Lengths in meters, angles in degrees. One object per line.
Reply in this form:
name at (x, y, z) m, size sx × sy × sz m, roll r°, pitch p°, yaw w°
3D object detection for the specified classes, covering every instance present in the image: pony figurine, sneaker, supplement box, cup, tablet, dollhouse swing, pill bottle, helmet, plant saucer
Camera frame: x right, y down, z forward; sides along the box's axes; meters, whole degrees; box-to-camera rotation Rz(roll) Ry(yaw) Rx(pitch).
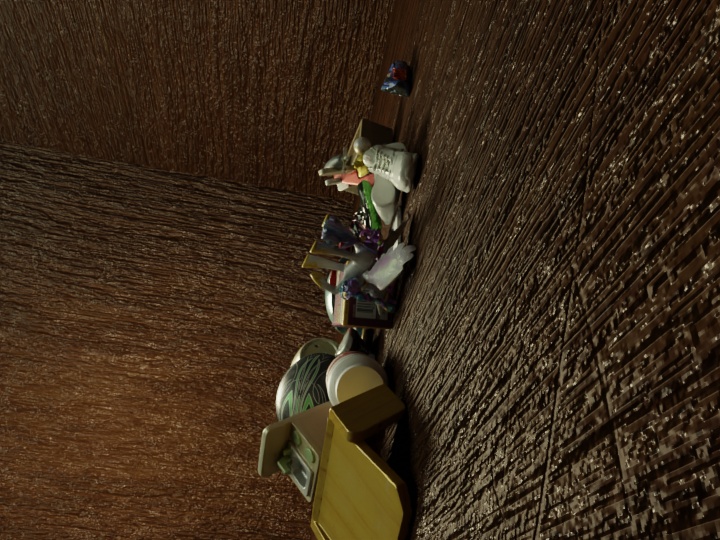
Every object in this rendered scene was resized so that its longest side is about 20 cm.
pony figurine at (0.009, -0.019, 1.030) m, size 0.194 × 0.198 × 0.167 m, roll -60°, pitch 8°, yaw 32°
sneaker at (0.064, -0.195, 1.262) m, size 0.089 × 0.074 × 0.202 m, roll 71°, pitch -152°, yaw -53°
sneaker at (-0.005, 0.185, 1.327) m, size 0.078 × 0.081 × 0.200 m, roll -60°, pitch -8°, yaw -3°
supplement box at (0.003, 0.057, 1.194) m, size 0.200 × 0.102 × 0.133 m, roll 152°, pitch 122°, yaw -80°
cup at (-0.098, 0.256, 1.449) m, size 0.144 × 0.197 × 0.202 m, roll 87°, pitch -174°, yaw -46°
tablet at (0.065, -0.030, 1.252) m, size 0.131 × 0.013 × 0.202 m, roll -85°, pitch 6°, yaw -47°
sneaker at (0.054, -0.207, 1.117) m, size 0.200 × 0.098 × 0.079 m, roll -118°, pitch 40°, yaw -72°
sneaker at (0.006, -0.102, 1.276) m, size 0.077 × 0.083 × 0.203 m, roll -42°, pitch -50°, yaw -70°
dollhouse swing at (0.035, 0.305, 0.792) m, size 0.181 × 0.174 × 0.203 m, roll -10°, pitch -65°, yaw -50°
pill bottle at (-0.007, 0.211, 1.038) m, size 0.200 × 0.111 × 0.115 m, roll 136°, pitch 143°, yaw -84°
helmet at (-0.099, 0.293, 1.274) m, size 0.201 × 0.197 × 0.193 m, roll -86°, pitch -11°, yaw -53°
sneaker at (0.095, -0.502, 1.463) m, size 0.201 × 0.074 × 0.079 m, roll -92°, pitch 15°, yaw -63°
plant saucer at (-0.055, 0.063, 1.472) m, size 0.201 × 0.038 × 0.204 m, roll 1°, pitch -90°, yaw -71°

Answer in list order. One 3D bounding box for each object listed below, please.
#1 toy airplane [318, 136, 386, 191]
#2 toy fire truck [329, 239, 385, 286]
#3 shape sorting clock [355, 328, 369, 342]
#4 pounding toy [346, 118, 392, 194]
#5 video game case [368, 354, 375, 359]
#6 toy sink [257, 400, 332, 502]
toy airplane at (-0.002, -0.263, 1.413) m, size 0.200 × 0.196 × 0.143 m, roll -88°, pitch -2°, yaw -73°
toy fire truck at (0.000, 0.000, 1.405) m, size 0.168 × 0.111 × 0.202 m, roll 81°, pitch -156°, yaw -69°
shape sorting clock at (0.005, 0.152, 1.509) m, size 0.200 × 0.039 × 0.203 m, roll -169°, pitch 90°, yaw -84°
pounding toy at (0.033, -0.319, 1.693) m, size 0.186 × 0.140 × 0.201 m, roll -86°, pitch 17°, yaw -44°
video game case at (0.011, 0.306, 1.246) m, size 0.201 × 0.018 × 0.145 m, roll -86°, pitch 7°, yaw -55°
toy sink at (-0.083, 0.354, 1.098) m, size 0.112 × 0.198 × 0.132 m, roll 38°, pitch 127°, yaw 40°
